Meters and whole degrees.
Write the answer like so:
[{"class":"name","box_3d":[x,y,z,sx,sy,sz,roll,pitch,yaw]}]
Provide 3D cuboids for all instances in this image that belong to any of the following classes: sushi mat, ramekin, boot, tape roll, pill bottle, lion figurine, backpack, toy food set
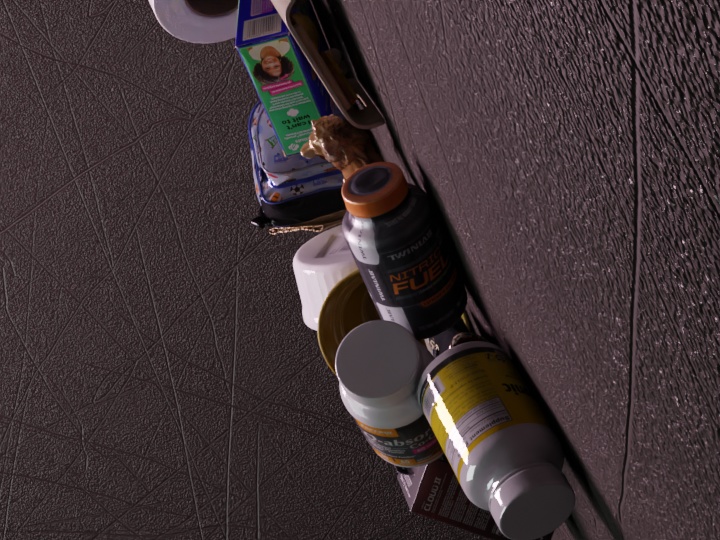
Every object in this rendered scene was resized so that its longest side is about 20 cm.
[{"class":"sushi mat","box_3d":[-0.042,-0.080,1.904,0.200,0.095,0.012,-23,-72,-55]},{"class":"ramekin","box_3d":[0.000,0.000,1.821,0.201,0.200,0.098,-119,11,-69]},{"class":"boot","box_3d":[0.145,0.149,1.530,0.204,0.073,0.154,63,176,-9]},{"class":"tape roll","box_3d":[-0.220,-0.444,1.807,0.139,0.202,0.203,63,178,32]},{"class":"pill bottle","box_3d":[0.044,-0.025,1.429,0.200,0.106,0.106,65,178,-37]},{"class":"lion figurine","box_3d":[0.020,-0.102,1.504,0.200,0.073,0.123,41,176,10]},{"class":"pill bottle","box_3d":[0.141,0.175,1.303,0.200,0.111,0.111,-117,1,-47]},{"class":"pill bottle","box_3d":[0.041,0.141,1.454,0.117,0.116,0.200,63,-179,31]},{"class":"backpack","box_3d":[-0.078,-0.178,1.833,0.154,0.199,0.191,86,170,-57]},{"class":"toy food set","box_3d":[-0.041,-0.268,1.481,0.200,0.060,0.144,55,-176,-34]}]

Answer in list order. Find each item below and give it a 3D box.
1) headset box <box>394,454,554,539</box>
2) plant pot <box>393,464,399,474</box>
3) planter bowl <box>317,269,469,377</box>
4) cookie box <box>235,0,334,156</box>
[{"class":"headset box","box_3d":[0.137,0.273,1.598,0.199,0.075,0.149,20,-175,-8]},{"class":"plant pot","box_3d":[0.092,0.178,1.889,0.201,0.173,0.200,64,178,4]},{"class":"planter bowl","box_3d":[0.047,0.067,1.690,0.084,0.200,0.201,-72,-41,-65]},{"class":"cookie box","box_3d":[-0.094,-0.281,1.669,0.200,0.075,0.172,66,-163,-47]}]
